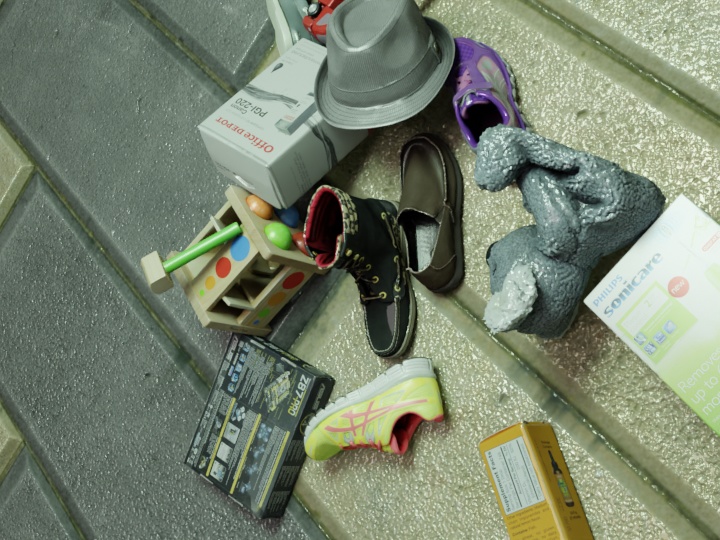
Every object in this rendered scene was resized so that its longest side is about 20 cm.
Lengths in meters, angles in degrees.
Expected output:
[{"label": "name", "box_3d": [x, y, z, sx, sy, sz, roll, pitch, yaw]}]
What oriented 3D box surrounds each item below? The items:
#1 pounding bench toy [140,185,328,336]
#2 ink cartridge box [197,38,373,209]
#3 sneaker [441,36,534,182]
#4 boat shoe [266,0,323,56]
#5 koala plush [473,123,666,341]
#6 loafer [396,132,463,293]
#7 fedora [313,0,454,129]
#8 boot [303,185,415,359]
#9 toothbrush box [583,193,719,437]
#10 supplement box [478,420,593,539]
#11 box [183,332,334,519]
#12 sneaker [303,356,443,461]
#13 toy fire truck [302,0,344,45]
[{"label": "pounding bench toy", "box_3d": [-0.163, -0.021, 1.214, 0.156, 0.200, 0.125, -46, 59, 20]}, {"label": "ink cartridge box", "box_3d": [-0.085, -0.190, 1.207, 0.145, 0.085, 0.200, 31, 67, 35]}, {"label": "sneaker", "box_3d": [0.139, -0.200, 1.106, 0.080, 0.088, 0.201, -35, 61, 27]}, {"label": "boat shoe", "box_3d": [-0.098, -0.380, 1.336, 0.061, 0.073, 0.201, -8, 62, -11]}, {"label": "koala plush", "box_3d": [0.198, -0.021, 0.979, 0.183, 0.177, 0.201, 24, 95, 32]}, {"label": "loafer", "box_3d": [0.081, -0.076, 1.132, 0.073, 0.071, 0.201, -18, 71, 31]}, {"label": "fedora", "box_3d": [0.018, -0.266, 1.114, 0.176, 0.091, 0.201, 1, 48, 24]}, {"label": "boot", "box_3d": [0.000, 0.000, 1.125, 0.073, 0.150, 0.202, -5, 78, 34]}, {"label": "toothbrush box", "box_3d": [0.344, 0.049, 0.916, 0.146, 0.086, 0.200, -50, 56, 16]}, {"label": "supplement box", "box_3d": [0.194, 0.262, 0.992, 0.069, 0.066, 0.201, -29, 65, 31]}, {"label": "box", "box_3d": [-0.138, 0.200, 1.247, 0.161, 0.049, 0.201, 24, 95, 37]}, {"label": "sneaker", "box_3d": [0.015, 0.186, 1.126, 0.200, 0.078, 0.091, -36, 65, 24]}, {"label": "toy fire truck", "box_3d": [0.027, -0.366, 1.226, 0.200, 0.049, 0.141, -52, 50, 4]}]
